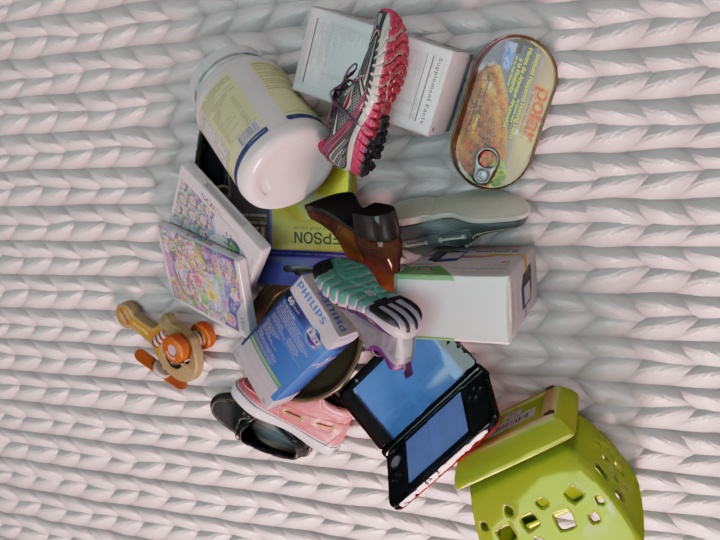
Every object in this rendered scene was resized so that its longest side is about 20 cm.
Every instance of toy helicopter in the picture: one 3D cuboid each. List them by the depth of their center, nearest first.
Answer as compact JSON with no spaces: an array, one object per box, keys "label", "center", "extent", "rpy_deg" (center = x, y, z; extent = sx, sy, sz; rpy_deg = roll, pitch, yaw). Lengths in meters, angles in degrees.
[{"label":"toy helicopter","center":[-0.342,0.121,1.273],"extent":[0.199,0.079,0.133],"rpy_deg":[31,122,23]}]

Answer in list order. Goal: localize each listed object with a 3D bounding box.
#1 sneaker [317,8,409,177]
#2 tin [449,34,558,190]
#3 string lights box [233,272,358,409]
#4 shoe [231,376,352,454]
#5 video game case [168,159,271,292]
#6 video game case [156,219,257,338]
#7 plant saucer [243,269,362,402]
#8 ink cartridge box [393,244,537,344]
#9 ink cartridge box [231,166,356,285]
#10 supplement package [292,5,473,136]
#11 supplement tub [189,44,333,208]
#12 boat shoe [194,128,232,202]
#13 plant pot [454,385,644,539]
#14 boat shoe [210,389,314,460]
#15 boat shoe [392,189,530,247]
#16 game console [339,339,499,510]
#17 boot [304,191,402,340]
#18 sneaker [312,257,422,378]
[{"label":"sneaker","center":[0.002,-0.217,0.912],"extent":[0.074,0.081,0.201],"rpy_deg":[25,112,16]},{"label":"tin","center":[0.189,-0.205,0.987],"extent":[0.111,0.042,0.201],"rpy_deg":[23,111,19]},{"label":"string lights box","center":[-0.091,0.100,1.062],"extent":[0.200,0.059,0.103],"rpy_deg":[-45,69,36]},{"label":"shoe","center":[-0.104,0.203,1.192],"extent":[0.199,0.071,0.091],"rpy_deg":[29,110,7]},{"label":"video game case","center":[-0.222,-0.041,1.142],"extent":[0.182,0.024,0.200],"rpy_deg":[46,143,11]},{"label":"video game case","center":[-0.238,0.014,1.165],"extent":[0.199,0.018,0.144],"rpy_deg":[22,130,36]},{"label":"plant saucer","center":[-0.085,0.099,1.148],"extent":[0.198,0.029,0.202],"rpy_deg":[-2,83,20]},{"label":"ink cartridge box","center":[0.142,0.024,0.975],"extent":[0.144,0.200,0.088],"rpy_deg":[1,101,22]},{"label":"ink cartridge box","center":[-0.100,-0.075,1.117],"extent":[0.196,0.047,0.202],"rpy_deg":[2,94,20]},{"label":"supplement package","center":[0.030,-0.263,0.994],"extent":[0.199,0.109,0.115],"rpy_deg":[23,111,15]},{"label":"supplement tub","center":[-0.139,-0.199,1.032],"extent":[0.145,0.144,0.200],"rpy_deg":[-49,59,24]},{"label":"boat shoe","center":[-0.225,-0.132,1.155],"extent":[0.074,0.062,0.202],"rpy_deg":[16,109,16]},{"label":"plant pot","center":[0.241,0.277,1.000],"extent":[0.199,0.199,0.182],"rpy_deg":[-30,88,19]},{"label":"boat shoe","center":[-0.171,0.258,1.231],"extent":[0.198,0.066,0.075],"rpy_deg":[25,113,14]},{"label":"boat shoe","center":[0.135,-0.065,1.036],"extent":[0.198,0.073,0.062],"rpy_deg":[-2,127,21]},{"label":"game console","center":[0.070,0.186,1.019],"extent":[0.118,0.173,0.200],"rpy_deg":[37,110,-16]},{"label":"boot","center":[0.000,0.000,1.029],"extent":[0.188,0.068,0.201],"rpy_deg":[15,123,44]},{"label":"sneaker","center":[-0.001,0.055,0.920],"extent":[0.200,0.074,0.088],"rpy_deg":[38,135,51]}]
